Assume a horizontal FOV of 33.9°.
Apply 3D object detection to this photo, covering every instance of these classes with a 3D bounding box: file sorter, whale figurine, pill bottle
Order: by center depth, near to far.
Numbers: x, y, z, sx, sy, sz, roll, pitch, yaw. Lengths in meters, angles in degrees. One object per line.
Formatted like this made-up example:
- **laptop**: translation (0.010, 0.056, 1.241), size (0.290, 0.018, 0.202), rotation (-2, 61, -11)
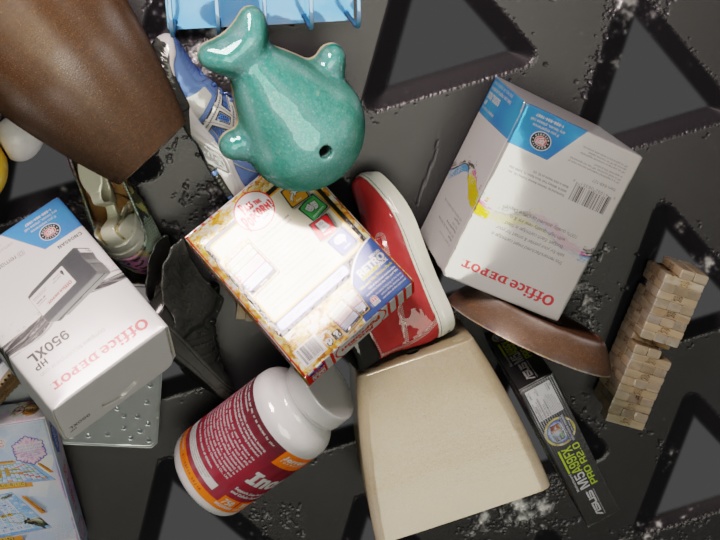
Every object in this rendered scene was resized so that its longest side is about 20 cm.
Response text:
- **whale figurine**: translation (-0.072, -0.161, 1.156), size (0.159, 0.104, 0.200), rotation (-39, 131, 0)
- **file sorter**: translation (-0.101, -0.309, 1.177), size (0.198, 0.123, 0.140), rotation (-4, 110, -6)
- **pill bottle**: translation (-0.107, 0.182, 1.333), size (0.199, 0.113, 0.113), rotation (-38, 111, 23)

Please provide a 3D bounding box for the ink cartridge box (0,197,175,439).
- **ink cartridge box**: translation (-0.307, 0.048, 1.217), size (0.144, 0.084, 0.200), rotation (-37, 70, -20)

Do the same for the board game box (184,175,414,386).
- **board game box**: translation (-0.063, -0.006, 1.237), size (0.151, 0.046, 0.200), rotation (-40, 76, -8)

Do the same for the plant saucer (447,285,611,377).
- **plant saucer**: translation (0.192, 0.059, 1.308), size (0.199, 0.200, 0.035), rotation (22, 99, -15)

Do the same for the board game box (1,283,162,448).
- **board game box**: translation (-0.325, 0.103, 1.345), size (0.198, 0.026, 0.202), rotation (4, 109, -9)

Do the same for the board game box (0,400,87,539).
- **board game box**: translation (-0.434, 0.252, 1.357), size (0.198, 0.041, 0.201), rotation (-8, 119, -2)

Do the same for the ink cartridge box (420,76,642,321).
- **ink cartridge box**: translation (0.178, -0.079, 1.284), size (0.146, 0.145, 0.201), rotation (22, 105, -15)

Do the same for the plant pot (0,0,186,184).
- **plant pot**: translation (-0.270, -0.189, 1.149), size (0.187, 0.187, 0.200), rotation (-41, 103, 8)

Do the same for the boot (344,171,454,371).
- **boot**: translation (0.000, 0.000, 1.284), size (0.143, 0.072, 0.202), rotation (-21, 82, -15)

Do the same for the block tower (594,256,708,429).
- **block tower**: translation (0.342, 0.084, 1.406), size (0.053, 0.058, 0.202), rotation (15, 105, -14)

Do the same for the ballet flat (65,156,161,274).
- **ballet flat**: translation (-0.271, -0.074, 1.264), size (0.068, 0.071, 0.202), rotation (-18, 111, 6)

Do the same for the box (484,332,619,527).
- **box**: translation (0.221, 0.175, 1.373), size (0.044, 0.160, 0.201), rotation (-28, 112, 2)

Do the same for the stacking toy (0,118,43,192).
- **stacking toy**: translation (-0.418, -0.104, 1.221), size (0.199, 0.146, 0.147), rotation (-35, 111, -12)

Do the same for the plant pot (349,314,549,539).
- **plant pot**: translation (0.079, 0.164, 1.341), size (0.198, 0.200, 0.179), rotation (-18, 102, -1)

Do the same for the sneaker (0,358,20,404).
- **sneaker**: translation (-0.420, 0.093, 1.278), size (0.108, 0.070, 0.200), rotation (40, 81, 7)

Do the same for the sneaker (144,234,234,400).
- **sneaker**: translation (-0.182, 0.057, 1.323), size (0.105, 0.060, 0.200), rotation (-56, 134, -15)

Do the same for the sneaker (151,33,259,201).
- **sneaker**: translation (-0.155, -0.169, 1.251), size (0.077, 0.076, 0.201), rotation (-32, 121, -3)

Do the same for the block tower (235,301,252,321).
- **block tower**: translation (-0.050, 0.029, 1.340), size (0.198, 0.054, 0.058), rotation (6, 108, -9)
